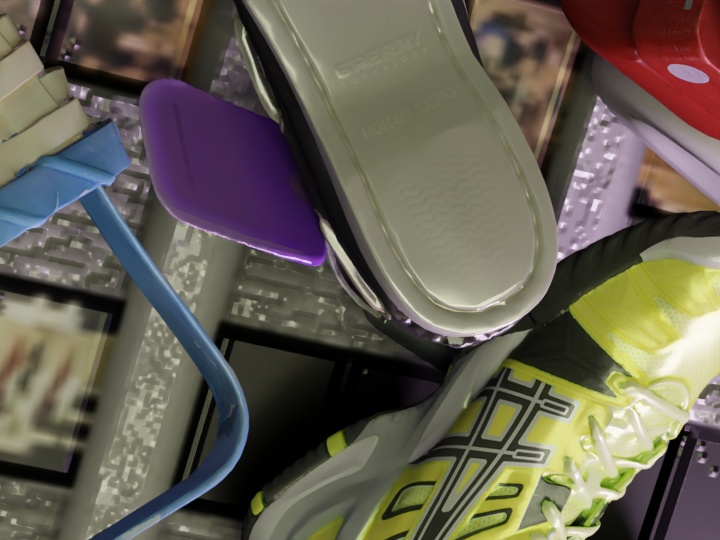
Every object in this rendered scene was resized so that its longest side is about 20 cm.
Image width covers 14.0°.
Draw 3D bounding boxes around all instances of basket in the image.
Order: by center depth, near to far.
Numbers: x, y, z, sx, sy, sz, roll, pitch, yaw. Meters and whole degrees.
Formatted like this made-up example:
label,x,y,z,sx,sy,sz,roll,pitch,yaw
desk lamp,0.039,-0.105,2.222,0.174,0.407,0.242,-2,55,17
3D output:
label,x,y,z,sx,sy,sz,roll,pitch,yaw
basket,-0.142,0.013,0.793,0.176,0.139,0.201,-38,108,-28

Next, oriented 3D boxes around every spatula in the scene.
label,x,y,z,sx,sy,sz,roll,pitch,yaw
spatula,0.000,0.000,0.882,0.020,0.057,0.200,-29,142,19

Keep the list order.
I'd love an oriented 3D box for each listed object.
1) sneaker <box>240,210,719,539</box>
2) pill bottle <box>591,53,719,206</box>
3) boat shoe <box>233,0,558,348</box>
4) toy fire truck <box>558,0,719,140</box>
label,x,y,z,sx,sy,sz,roll,pitch,yaw
sneaker,0.057,0.060,0.893,0.200,0.077,0.075,-40,143,19
pill bottle,0.170,-0.104,0.895,0.109,0.110,0.200,39,90,-25
boat shoe,-0.001,-0.074,0.831,0.074,0.060,0.201,-23,88,-14
toy fire truck,0.088,-0.132,0.824,0.128,0.199,0.177,31,71,-43
